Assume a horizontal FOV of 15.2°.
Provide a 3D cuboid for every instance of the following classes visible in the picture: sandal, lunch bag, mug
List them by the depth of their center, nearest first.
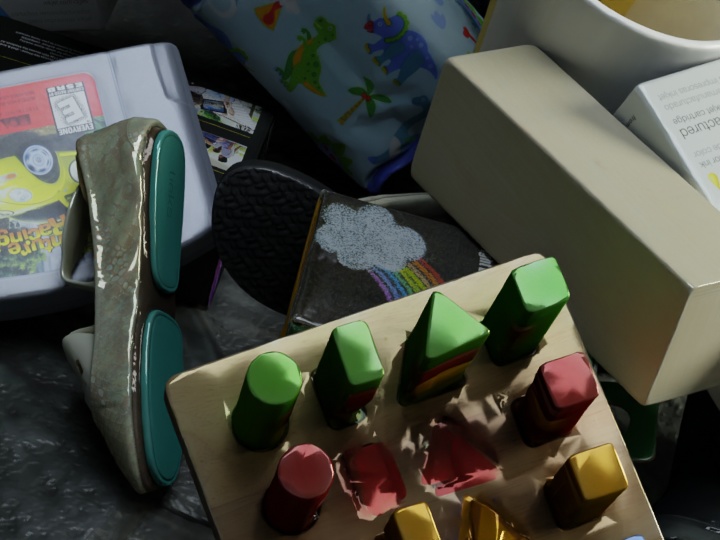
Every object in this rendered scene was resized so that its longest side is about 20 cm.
[{"bbox_3d":[0.000,0.000,1.461,0.199,0.075,0.045,30,28,-24],"label":"sandal"},{"bbox_3d":[0.133,-0.139,1.493,0.149,0.153,0.187,18,45,-10],"label":"mug"},{"bbox_3d":[0.001,-0.163,1.629,0.170,0.127,0.200,47,18,-9],"label":"lunch bag"}]

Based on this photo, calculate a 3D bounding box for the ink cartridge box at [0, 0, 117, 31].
[{"bbox_3d":[-0.216,-0.243,1.598,0.114,0.201,0.068,-1,33,13],"label":"ink cartridge box"}]

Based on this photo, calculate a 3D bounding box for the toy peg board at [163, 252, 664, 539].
[{"bbox_3d":[0.037,0.101,1.234,0.199,0.098,0.200,-18,75,-12],"label":"toy peg board"}]

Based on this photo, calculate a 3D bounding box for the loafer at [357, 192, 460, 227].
[{"bbox_3d":[0.066,-0.022,1.547,0.199,0.070,0.070,-12,37,-35],"label":"loafer"}]

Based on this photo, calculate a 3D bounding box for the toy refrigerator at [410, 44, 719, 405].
[{"bbox_3d":[0.117,-0.027,1.366,0.070,0.076,0.200,-13,44,-37],"label":"toy refrigerator"}]

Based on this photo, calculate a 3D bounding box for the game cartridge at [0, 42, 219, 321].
[{"bbox_3d":[-0.177,-0.043,1.442,0.199,0.041,0.134,-13,73,-14],"label":"game cartridge"}]

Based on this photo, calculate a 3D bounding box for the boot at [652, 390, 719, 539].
[{"bbox_3d":[0.248,0.132,1.410,0.199,0.077,0.168,19,39,13],"label":"boot"}]

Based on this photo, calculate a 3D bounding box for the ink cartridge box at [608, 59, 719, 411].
[{"bbox_3d":[0.229,-0.011,1.402,0.145,0.083,0.201,-18,68,-32],"label":"ink cartridge box"}]

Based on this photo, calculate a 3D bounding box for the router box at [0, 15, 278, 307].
[{"bbox_3d":[-0.159,-0.069,1.535,0.199,0.051,0.149,18,36,0],"label":"router box"}]

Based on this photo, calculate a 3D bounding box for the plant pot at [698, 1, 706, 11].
[{"bbox_3d":[0.237,-0.120,1.601,0.195,0.197,0.200,5,21,-15],"label":"plant pot"}]

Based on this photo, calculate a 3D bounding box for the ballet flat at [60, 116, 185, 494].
[{"bbox_3d":[-0.123,0.020,1.386,0.062,0.067,0.201,-5,71,17],"label":"ballet flat"}]

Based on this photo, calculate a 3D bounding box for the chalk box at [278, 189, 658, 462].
[{"bbox_3d":[0.053,0.063,1.388,0.199,0.124,0.125,16,35,-3],"label":"chalk box"}]
